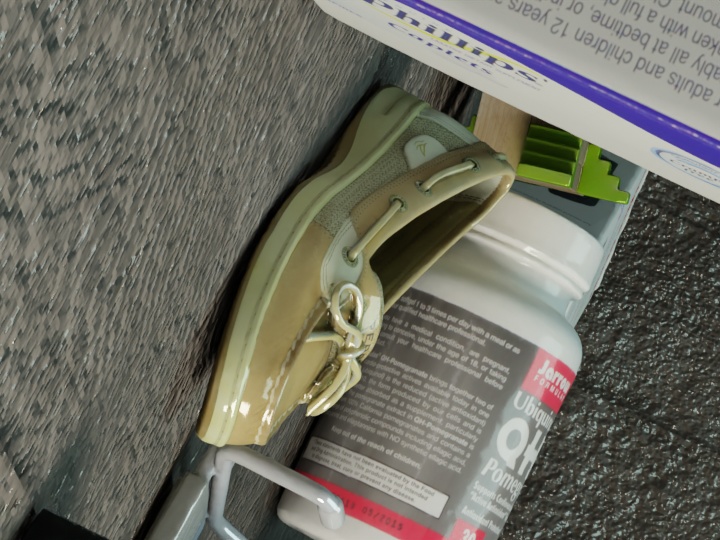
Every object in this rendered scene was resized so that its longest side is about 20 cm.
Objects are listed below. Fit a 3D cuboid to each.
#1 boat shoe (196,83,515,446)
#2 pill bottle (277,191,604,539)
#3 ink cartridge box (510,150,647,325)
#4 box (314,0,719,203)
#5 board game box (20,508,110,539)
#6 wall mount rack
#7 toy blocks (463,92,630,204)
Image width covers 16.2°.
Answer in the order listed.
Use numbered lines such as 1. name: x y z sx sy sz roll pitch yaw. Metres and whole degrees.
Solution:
1. boat shoe: 0.000 0.001 0.949 0.201 0.063 0.073 -55 168 -52
2. pill bottle: 0.047 0.061 1.299 0.200 0.110 0.111 -64 173 -7
3. ink cartridge box: 0.111 -0.005 1.642 0.200 0.083 0.146 -54 167 -56
4. box: 0.103 -0.137 0.757 0.200 0.184 0.105 -64 174 -3
5. board game box: -0.135 0.182 0.735 0.135 0.028 0.200 106 12 -48
6. wall mount rack: -0.061 0.153 0.983 0.200 0.074 0.174 -61 173 -22
7. toy blocks: 0.097 -0.110 1.229 0.200 0.100 0.137 -5 108 -82
